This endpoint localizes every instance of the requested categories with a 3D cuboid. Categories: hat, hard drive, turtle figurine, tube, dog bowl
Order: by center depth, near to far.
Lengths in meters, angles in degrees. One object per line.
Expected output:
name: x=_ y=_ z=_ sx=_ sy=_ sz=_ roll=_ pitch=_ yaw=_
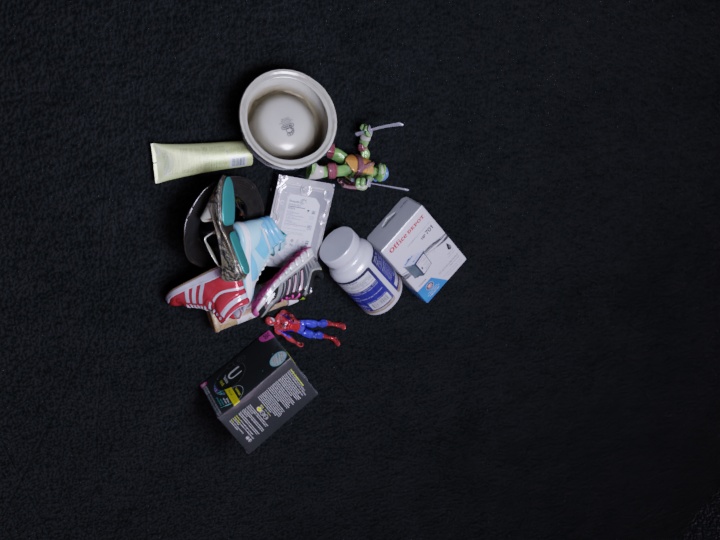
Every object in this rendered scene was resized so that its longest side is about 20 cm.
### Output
dog bowl: x=-0.149 y=-0.290 z=1.574 sx=0.196 sy=0.074 sz=0.204 roll=3 pitch=79 yaw=-17
tube: x=-0.314 y=-0.225 z=1.575 sx=0.196 sy=0.059 sz=0.052 roll=-11 pitch=158 yaw=-20
hat: x=-0.294 y=-0.109 z=1.600 sx=0.199 sy=0.080 sz=0.203 roll=-29 pitch=136 yaw=-32
turtle figurine: x=-0.012 y=-0.242 z=1.656 sx=0.190 sy=0.200 sz=0.147 roll=4 pitch=92 yaw=-19
hard drive: x=-0.141 y=-0.103 z=1.715 sx=0.137 sy=0.038 sz=0.204 roll=7 pitch=105 yaw=-30

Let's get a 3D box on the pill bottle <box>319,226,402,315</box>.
pill bottle: x=0.000 y=0.000 z=1.772 sx=0.116 sy=0.116 sz=0.200 roll=-46 pitch=128 yaw=-4

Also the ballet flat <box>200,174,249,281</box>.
ballet flat: x=-0.267 y=-0.076 z=1.514 sx=0.074 sy=0.068 sz=0.204 roll=-11 pitch=93 yaw=14

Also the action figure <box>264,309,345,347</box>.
action figure: x=-0.119 y=0.137 z=1.787 sx=0.197 sy=0.099 sz=0.066 roll=14 pitch=102 yaw=-28

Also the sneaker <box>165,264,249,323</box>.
sneaker: x=-0.307 y=0.064 z=1.603 sx=0.071 sy=0.198 sz=0.114 roll=-28 pitch=94 yaw=-57

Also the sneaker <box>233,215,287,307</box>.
sneaker: x=-0.207 y=-0.021 z=1.633 sx=0.129 sy=0.079 sz=0.203 roll=-24 pitch=135 yaw=-36

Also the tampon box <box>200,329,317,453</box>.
tampon box: x=-0.224 y=0.262 z=1.746 sx=0.199 sy=0.150 sz=0.127 roll=-39 pitch=123 yaw=-9

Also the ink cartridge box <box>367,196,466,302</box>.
ink cartridge box: x=0.130 y=-0.048 z=1.850 sx=0.147 sy=0.086 sz=0.200 roll=-47 pitch=124 yaw=-4

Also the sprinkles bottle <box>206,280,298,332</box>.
sprinkles bottle: x=-0.233 y=0.068 z=1.715 sx=0.197 sy=0.068 sz=0.069 roll=-20 pitch=117 yaw=-19

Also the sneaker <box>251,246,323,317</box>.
sneaker: x=-0.145 y=0.039 z=1.664 sx=0.088 sy=0.073 sz=0.200 roll=50 pitch=56 yaw=-12
